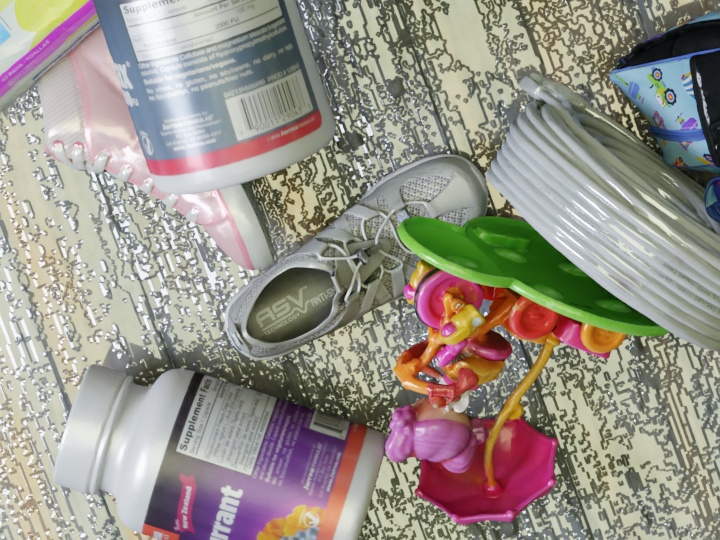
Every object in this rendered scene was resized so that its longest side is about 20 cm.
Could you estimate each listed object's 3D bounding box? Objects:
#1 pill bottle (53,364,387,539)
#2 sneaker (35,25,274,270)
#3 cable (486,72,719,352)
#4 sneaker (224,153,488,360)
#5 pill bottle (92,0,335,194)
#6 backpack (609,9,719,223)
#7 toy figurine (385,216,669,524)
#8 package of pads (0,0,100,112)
[{"bbox_3d":[-0.092,0.129,1.667,0.200,0.111,0.111,18,97,1],"label":"pill bottle"},{"bbox_3d":[-0.140,-0.071,1.663,0.105,0.075,0.200,-30,87,1],"label":"sneaker"},{"bbox_3d":[0.171,-0.029,1.593,0.200,0.200,0.069,33,104,-14],"label":"cable"},{"bbox_3d":[0.000,0.000,1.662,0.200,0.082,0.075,-37,94,6],"label":"sneaker"},{"bbox_3d":[-0.098,-0.158,1.548,0.120,0.120,0.200,-16,104,4],"label":"pill bottle"},{"bbox_3d":[0.260,-0.105,1.574,0.183,0.200,0.135,-18,96,-36],"label":"backpack"},{"bbox_3d":[0.079,0.075,1.638,0.200,0.150,0.184,11,111,-32],"label":"toy figurine"},{"bbox_3d":[-0.251,-0.213,1.634,0.154,0.068,0.200,-40,78,6],"label":"package of pads"}]
